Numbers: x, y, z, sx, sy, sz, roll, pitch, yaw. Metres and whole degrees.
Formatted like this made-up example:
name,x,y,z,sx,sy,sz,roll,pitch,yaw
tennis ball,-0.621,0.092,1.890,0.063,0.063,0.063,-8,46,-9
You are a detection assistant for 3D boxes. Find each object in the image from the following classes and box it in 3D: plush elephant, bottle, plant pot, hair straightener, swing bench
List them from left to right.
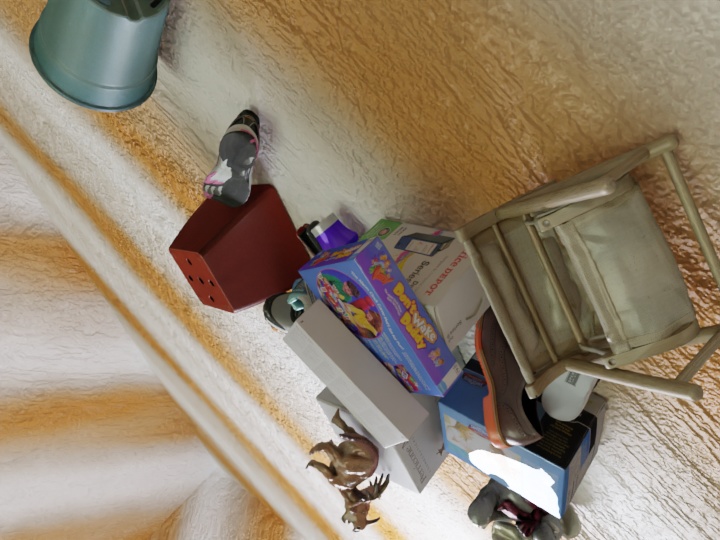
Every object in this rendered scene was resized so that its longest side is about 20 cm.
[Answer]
name,x,y,z,sx,sy,sz,roll,pitch,yaw
plant pot,-0.391,-0.388,0.881,0.201,0.200,0.196,50,141,-5
plant pot,-0.239,-0.031,1.090,0.199,0.176,0.201,8,133,47
hair straightener,-0.031,-0.002,0.992,0.077,0.041,0.201,-12,116,56
bottle,0.000,0.000,0.914,0.201,0.084,0.065,52,137,-6
plush elephant,0.282,0.409,0.957,0.155,0.164,0.200,54,180,15
swing bench,0.229,0.008,0.564,0.199,0.129,0.201,-18,99,59

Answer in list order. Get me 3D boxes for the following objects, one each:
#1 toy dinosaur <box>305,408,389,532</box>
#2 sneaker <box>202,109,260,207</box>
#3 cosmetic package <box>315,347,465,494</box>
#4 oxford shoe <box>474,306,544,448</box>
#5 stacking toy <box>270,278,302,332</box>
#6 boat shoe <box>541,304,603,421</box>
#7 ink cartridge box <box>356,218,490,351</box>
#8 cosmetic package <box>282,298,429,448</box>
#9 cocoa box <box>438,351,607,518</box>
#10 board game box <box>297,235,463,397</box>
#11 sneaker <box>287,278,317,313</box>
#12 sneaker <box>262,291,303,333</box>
name,x,y,z,sx,sy,sz,roll,pitch,yaw
toy dinosaur,-0.006,0.301,0.879,0.135,0.086,0.201,29,134,15
sneaker,-0.205,-0.187,0.963,0.080,0.087,0.200,24,143,-18
cosmetic package,0.069,0.224,0.967,0.165,0.200,0.168,5,130,49
oxford shoe,0.201,0.127,0.752,0.072,0.071,0.203,-21,65,40
stacking toy,-0.123,0.091,1.116,0.115,0.111,0.199,19,157,-28
boat shoe,0.277,0.097,0.693,0.068,0.056,0.202,31,127,22
ink cartridge box,0.070,0.014,0.780,0.199,0.145,0.088,17,139,41
cosmetic package,-0.009,0.134,0.735,0.200,0.051,0.083,46,152,2
cocoa box,0.232,0.229,0.836,0.199,0.131,0.134,22,141,36
board game box,0.023,0.062,0.707,0.134,0.045,0.201,-9,118,55
sneaker,-0.043,0.080,0.900,0.200,0.086,0.078,41,166,40
sneaker,-0.069,0.075,0.984,0.198,0.075,0.079,12,159,-18
